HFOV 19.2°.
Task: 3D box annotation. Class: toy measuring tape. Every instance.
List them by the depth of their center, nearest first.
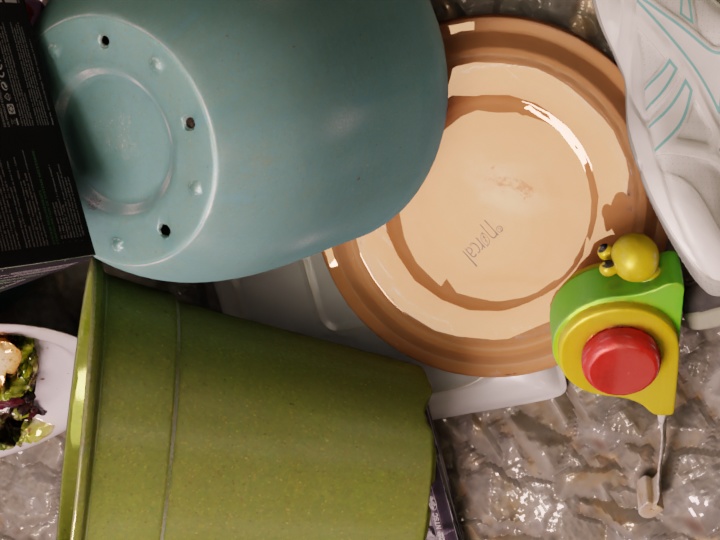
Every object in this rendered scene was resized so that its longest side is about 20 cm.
[{"bbox_3d":[0.135,0.059,1.148,0.073,0.074,0.201,11,134,15],"label":"toy measuring tape"}]

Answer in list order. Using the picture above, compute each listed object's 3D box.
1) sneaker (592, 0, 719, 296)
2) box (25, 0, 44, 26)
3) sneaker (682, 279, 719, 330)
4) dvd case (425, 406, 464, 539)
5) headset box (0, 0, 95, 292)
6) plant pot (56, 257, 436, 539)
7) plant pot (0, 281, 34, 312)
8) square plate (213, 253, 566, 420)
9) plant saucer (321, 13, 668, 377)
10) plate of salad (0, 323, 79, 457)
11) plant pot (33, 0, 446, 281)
[{"bbox_3d":[0.174,-0.087,1.092,0.080,0.070,0.202,-16,73,13],"label":"sneaker"},{"bbox_3d":[-0.272,-0.084,1.123,0.198,0.039,0.138,6,84,-2],"label":"box"},{"bbox_3d":[0.237,-0.056,1.115,0.199,0.075,0.107,-34,88,15],"label":"sneaker"},{"bbox_3d":[-0.043,0.133,1.264,0.198,0.016,0.150,-6,117,18],"label":"dvd case"},{"bbox_3d":[-0.249,-0.058,1.018,0.199,0.093,0.176,-17,86,31],"label":"headset box"},{"bbox_3d":[-0.062,0.102,1.141,0.188,0.200,0.202,6,109,-10],"label":"plant pot"},{"bbox_3d":[-0.296,-0.039,1.236,0.199,0.161,0.202,5,106,16],"label":"plant pot"},{"bbox_3d":[0.000,0.000,1.224,0.197,0.028,0.202,-13,101,21],"label":"square plate"},{"bbox_3d":[0.072,-0.038,1.163,0.198,0.032,0.202,1,102,4],"label":"plant saucer"},{"bbox_3d":[-0.243,0.086,1.245,0.199,0.200,0.048,-26,63,22],"label":"plate of salad"},{"bbox_3d":[-0.081,-0.086,1.079,0.199,0.161,0.202,12,114,29],"label":"plant pot"}]
